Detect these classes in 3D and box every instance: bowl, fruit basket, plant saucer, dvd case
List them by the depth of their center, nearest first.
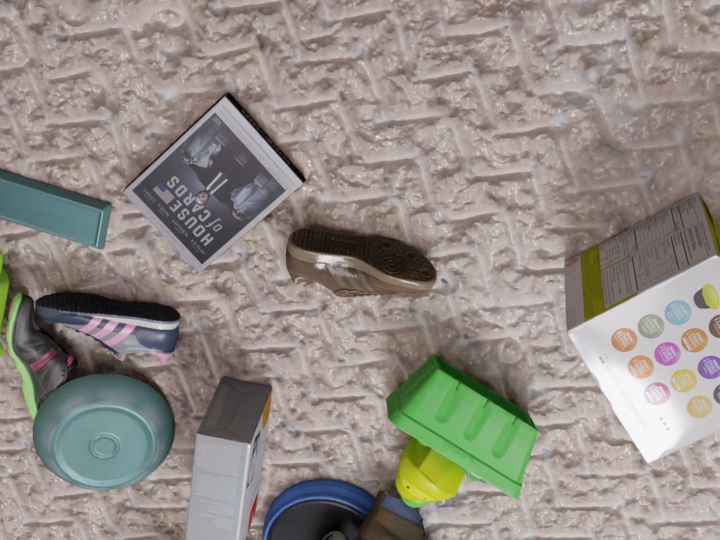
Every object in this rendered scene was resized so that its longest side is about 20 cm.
[{"bbox_3d":[-0.191,-0.110,1.604,0.200,0.025,0.150,-39,102,21],"label":"dvd case"},{"bbox_3d":[0.113,0.241,1.648,0.213,0.156,0.218,0,98,-1],"label":"fruit basket"},{"bbox_3d":[-0.434,-0.085,1.659,0.198,0.019,0.071,18,114,3],"label":"plant saucer"},{"bbox_3d":[-0.360,0.238,1.740,0.198,0.036,0.202,-5,119,-9],"label":"plant saucer"},{"bbox_3d":[-0.047,0.397,1.790,0.198,0.039,0.203,3,113,8],"label":"bowl"}]

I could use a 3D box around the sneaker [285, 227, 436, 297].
[{"bbox_3d":[0.000,0.000,1.607,0.198,0.071,0.076,16,134,6],"label":"sneaker"}]

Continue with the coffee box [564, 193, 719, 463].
[{"bbox_3d":[0.377,0.064,1.488,0.197,0.200,0.201,-29,106,19],"label":"coffee box"}]

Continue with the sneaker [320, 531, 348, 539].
[{"bbox_3d":[-0.034,0.451,1.760,0.078,0.076,0.202,8,121,-9],"label":"sneaker"}]

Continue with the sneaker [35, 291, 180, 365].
[{"bbox_3d":[-0.346,0.083,1.684,0.198,0.070,0.083,10,113,3],"label":"sneaker"}]

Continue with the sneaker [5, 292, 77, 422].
[{"bbox_3d":[-0.440,0.118,1.726,0.083,0.077,0.202,-13,116,-2],"label":"sneaker"}]

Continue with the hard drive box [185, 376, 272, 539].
[{"bbox_3d":[-0.181,0.274,1.696,0.076,0.156,0.202,11,115,3],"label":"hard drive box"}]

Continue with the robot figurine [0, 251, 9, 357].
[{"bbox_3d":[-0.543,0.057,1.680,0.175,0.115,0.202,30,114,32],"label":"robot figurine"}]

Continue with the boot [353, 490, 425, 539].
[{"bbox_3d":[0.079,0.381,1.739,0.199,0.074,0.098,28,77,-36],"label":"boot"}]
